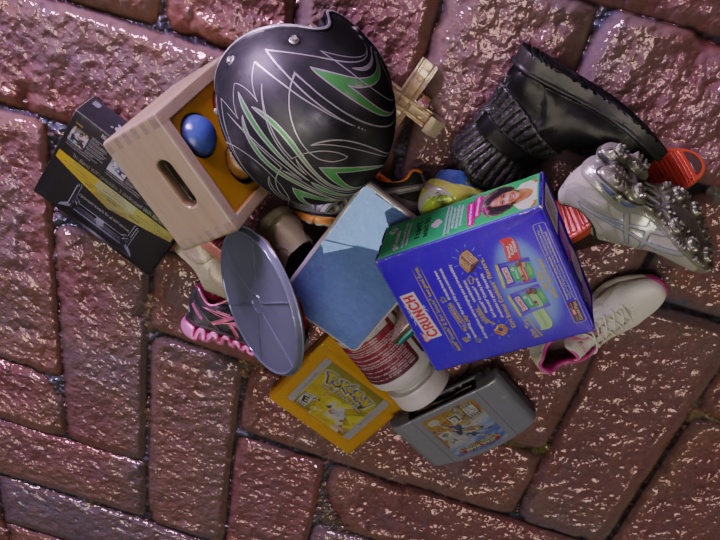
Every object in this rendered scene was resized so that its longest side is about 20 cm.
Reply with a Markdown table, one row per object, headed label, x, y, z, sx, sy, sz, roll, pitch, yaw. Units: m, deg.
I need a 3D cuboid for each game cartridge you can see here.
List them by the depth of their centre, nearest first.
| label | x | y | z | sx | sy | sz | roll | pitch | yaw |
| --- | --- | --- | --- | --- | --- | --- | --- | --- | --- |
| game cartridge | 0.160 | 0.231 | 1.106 | 0.198 | 0.042 | 0.133 | -31 | 117 | 25 |
| game cartridge | -0.024 | 0.189 | 1.139 | 0.175 | 0.033 | 0.200 | 37 | 125 | -12 |

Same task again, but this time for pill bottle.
| label | x | y | z | sx | sy | sz | roll | pitch | yaw |
| --- | --- | --- | --- | --- | --- | --- | --- | --- | --- |
| pill bottle | 0.034 | 0.097 | 1.015 | 0.109 | 0.110 | 0.201 | -27 | 113 | 27 |

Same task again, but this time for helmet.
| label | x | y | z | sx | sy | sz | roll | pitch | yaw |
| --- | --- | --- | --- | --- | --- | --- | --- | --- | --- |
| helmet | -0.057 | -0.170 | 0.778 | 0.196 | 0.191 | 0.203 | 10 | 123 | 15 |

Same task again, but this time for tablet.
| label | x | y | z | sx | sy | sz | roll | pitch | yaw |
| --- | --- | --- | --- | --- | --- | --- | --- | --- | --- |
| tablet | 0.000 | 0.000 | 0.899 | 0.129 | 0.014 | 0.201 | 35 | 115 | -10 |

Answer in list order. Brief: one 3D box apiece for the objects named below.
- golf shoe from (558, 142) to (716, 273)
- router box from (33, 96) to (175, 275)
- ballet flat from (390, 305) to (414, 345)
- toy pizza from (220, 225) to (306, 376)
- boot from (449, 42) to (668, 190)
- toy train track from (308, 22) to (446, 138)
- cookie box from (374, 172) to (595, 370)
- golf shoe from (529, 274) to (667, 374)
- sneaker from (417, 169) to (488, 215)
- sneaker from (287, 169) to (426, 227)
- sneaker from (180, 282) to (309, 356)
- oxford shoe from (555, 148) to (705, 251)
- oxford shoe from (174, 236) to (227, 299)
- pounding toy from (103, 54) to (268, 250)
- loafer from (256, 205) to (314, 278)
| label | x | y | z | sx | sy | sz | roll | pitch | yaw |
| --- | --- | --- | --- | --- | --- | --- | --- | --- | --- |
| golf shoe | 0.308 | -0.058 | 0.802 | 0.199 | 0.079 | 0.097 | 36 | 144 | -16 |
| router box | -0.328 | -0.112 | 0.997 | 0.199 | 0.053 | 0.157 | 39 | 123 | -13 |
| ballet flat | 0.101 | 0.011 | 0.944 | 0.199 | 0.068 | 0.067 | -42 | 78 | 2 |
| toy pizza | -0.120 | 0.037 | 0.922 | 0.199 | 0.031 | 0.203 | 35 | 135 | 42 |
| boot | 0.223 | -0.140 | 0.828 | 0.209 | 0.080 | 0.159 | 33 | 118 | 3 |
| toy train track | 0.015 | -0.221 | 0.855 | 0.198 | 0.033 | 0.115 | 34 | 124 | -9 |
| cookie box | 0.142 | 0.008 | 0.820 | 0.197 | 0.076 | 0.173 | -18 | 118 | 26 |
| golf shoe | 0.311 | 0.076 | 0.948 | 0.198 | 0.092 | 0.076 | -32 | 110 | 28 |
| sneaker | 0.165 | -0.064 | 0.878 | 0.198 | 0.106 | 0.076 | 33 | 127 | -8 |
| sneaker | 0.000 | -0.091 | 0.929 | 0.196 | 0.078 | 0.079 | 3 | 96 | 18 |
| sneaker | -0.170 | 0.068 | 1.075 | 0.196 | 0.079 | 0.097 | 12 | 109 | 1 |
| oxford shoe | 0.314 | -0.081 | 0.870 | 0.197 | 0.072 | 0.072 | -24 | 149 | 19 |
| oxford shoe | -0.180 | 0.014 | 1.035 | 0.074 | 0.071 | 0.201 | -38 | 98 | 25 |
| pounding toy | -0.157 | -0.138 | 0.876 | 0.140 | 0.185 | 0.201 | -16 | 119 | 36 |
| loafer | -0.088 | 0.001 | 0.966 | 0.068 | 0.075 | 0.201 | 45 | 164 | 31 |
